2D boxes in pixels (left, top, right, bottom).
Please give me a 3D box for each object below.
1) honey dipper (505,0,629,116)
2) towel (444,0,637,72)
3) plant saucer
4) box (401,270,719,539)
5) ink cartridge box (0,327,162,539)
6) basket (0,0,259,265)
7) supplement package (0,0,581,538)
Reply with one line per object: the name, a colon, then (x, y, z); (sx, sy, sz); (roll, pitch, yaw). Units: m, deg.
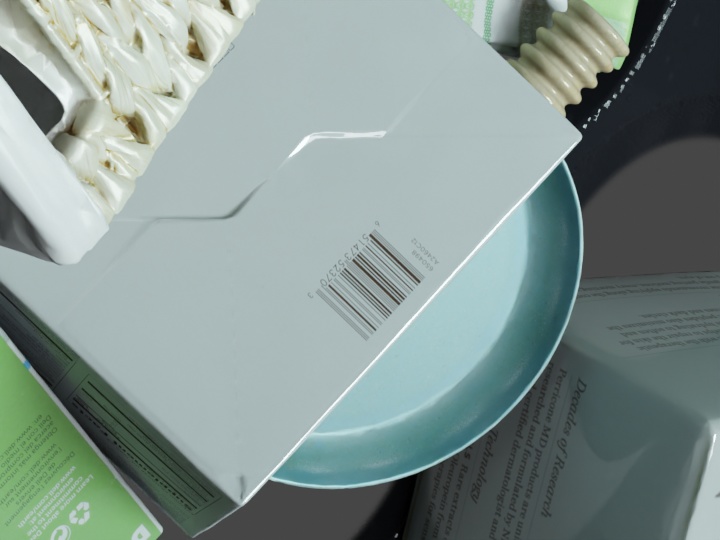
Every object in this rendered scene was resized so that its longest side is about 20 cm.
honey dipper: (0.036, -0.041, 1.295); (0.200, 0.038, 0.038); (-44, 136, 0)
towel: (0.070, -0.165, 1.282); (0.200, 0.031, 0.149); (6, 107, -45)
plant saucer: (0.000, 0.000, 1.264); (0.200, 0.027, 0.200); (-9, 116, -18)
box: (0.151, 0.122, 1.403); (0.199, 0.171, 0.200); (-3, 112, -43)
ink cartridge box: (-0.145, 0.077, 1.148); (0.059, 0.104, 0.200); (-47, 135, -14)
basket: (-0.152, -0.108, 0.983); (0.123, 0.200, 0.136); (-53, 137, -18)
supplement package: (-0.045, -0.024, 1.130); (0.156, 0.111, 0.200); (44, 73, -2)
